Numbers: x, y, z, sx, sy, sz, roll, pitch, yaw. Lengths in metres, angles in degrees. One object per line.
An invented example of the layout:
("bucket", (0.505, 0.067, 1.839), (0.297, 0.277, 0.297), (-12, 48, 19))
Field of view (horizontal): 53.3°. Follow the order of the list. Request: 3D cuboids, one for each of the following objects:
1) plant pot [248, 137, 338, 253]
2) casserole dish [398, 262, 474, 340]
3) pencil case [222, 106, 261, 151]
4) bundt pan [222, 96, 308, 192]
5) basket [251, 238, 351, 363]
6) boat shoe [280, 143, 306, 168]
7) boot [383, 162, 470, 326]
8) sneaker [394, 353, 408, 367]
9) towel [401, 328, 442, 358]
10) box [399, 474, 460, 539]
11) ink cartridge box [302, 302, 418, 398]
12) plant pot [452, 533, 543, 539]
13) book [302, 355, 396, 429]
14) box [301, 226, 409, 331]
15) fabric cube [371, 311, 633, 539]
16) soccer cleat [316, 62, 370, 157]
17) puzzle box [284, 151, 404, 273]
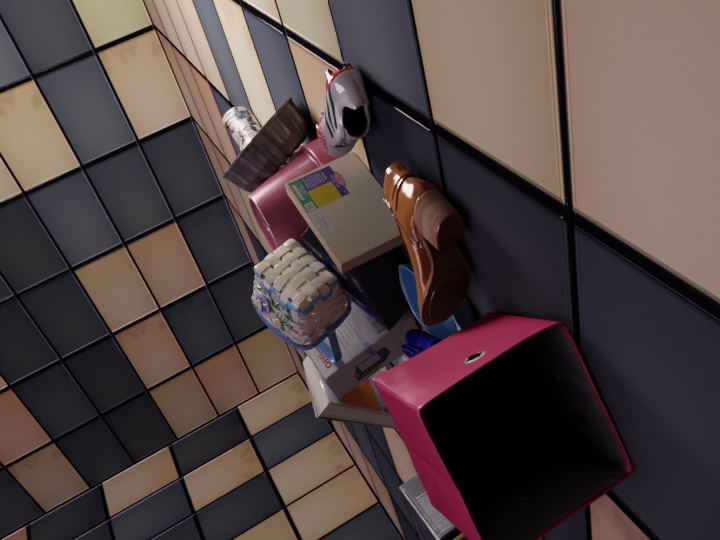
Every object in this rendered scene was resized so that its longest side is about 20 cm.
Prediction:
("plant pot", (-0.098, -0.116, 1.301), (0.201, 0.178, 0.201), (57, 167, 21))
("casserole dish", (0.121, 0.055, 1.096), (0.200, 0.038, 0.122), (44, 157, 58))
("pencil case", (-0.274, -0.323, 1.803), (0.201, 0.077, 0.090), (57, 146, 22))
("bundt pan", (-0.172, -0.231, 1.374), (0.076, 0.203, 0.202), (40, 170, -11))
("basket", (-0.103, 0.057, 1.232), (0.176, 0.139, 0.201), (38, 160, 29))
("boat shoe", (-0.140, -0.229, 1.494), (0.200, 0.064, 0.073), (45, 158, 54))
("boot", (0.083, -0.038, 0.984), (0.155, 0.073, 0.202), (51, 148, 46))
("sneaker", (0.112, 0.235, 1.402), (0.119, 0.073, 0.201), (59, 166, 19))
("towel", (0.132, 0.162, 1.136), (0.148, 0.049, 0.200), (50, 175, -5))
("box", (0.204, 0.584, 1.625), (0.196, 0.123, 0.202), (37, 151, 60))
("ink cartridge box", (-0.008, 0.118, 1.346), (0.146, 0.199, 0.088), (50, 171, 39))
("plant pot", (0.263, 0.579, 1.265), (0.195, 0.193, 0.201), (44, 162, 54))
("book", (-0.011, 0.238, 1.421), (0.048, 0.198, 0.134), (-52, 39, 27))
("box", (0.000, 0.000, 1.216), (0.141, 0.079, 0.200), (34, 167, 31))
("fabric cube", (0.158, 0.181, 0.856), (0.202, 0.195, 0.199), (63, 169, -7))
("soccer cleat", (-0.021, -0.215, 1.059), (0.086, 0.068, 0.201), (62, 163, 21))
("puzzle box", (-0.020, -0.097, 1.138), (0.201, 0.132, 0.026), (55, 164, 34))
